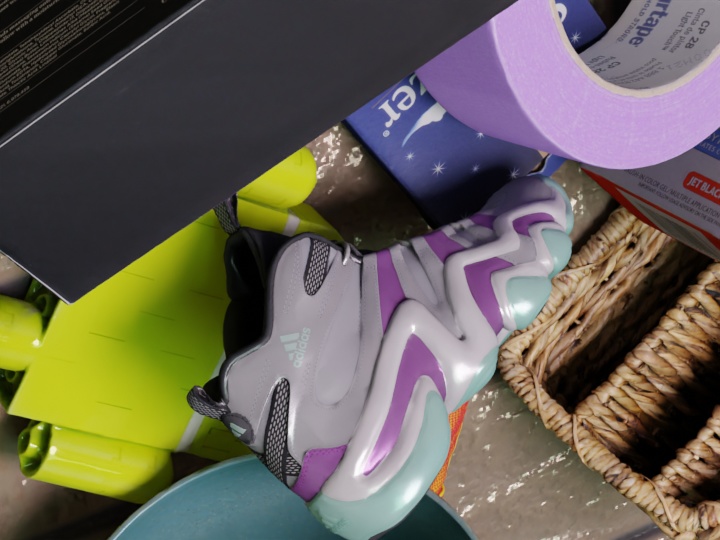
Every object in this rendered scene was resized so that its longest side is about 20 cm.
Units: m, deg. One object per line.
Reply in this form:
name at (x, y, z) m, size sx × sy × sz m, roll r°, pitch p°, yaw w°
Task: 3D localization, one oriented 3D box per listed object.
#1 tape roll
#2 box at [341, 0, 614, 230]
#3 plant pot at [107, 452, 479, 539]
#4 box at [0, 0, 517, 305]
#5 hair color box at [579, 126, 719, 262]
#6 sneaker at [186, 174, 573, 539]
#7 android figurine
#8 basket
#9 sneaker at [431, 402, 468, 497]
tape roll at (0.104, -0.146, 0.790) m, size 0.200 × 0.066 × 0.200 m, roll -14°, pitch 112°, yaw -37°
box at (0.046, -0.095, 0.839) m, size 0.121 × 0.032 × 0.200 m, roll -45°, pitch 131°, yaw -1°
plant pot at (-0.021, 0.197, 0.822) m, size 0.200 × 0.200 × 0.135 m, roll -36°, pitch 150°, yaw -8°
box at (-0.056, -0.103, 0.664) m, size 0.200 × 0.141 × 0.079 m, roll -33°, pitch 133°, yaw 16°
hair color box at (0.205, -0.100, 0.869) m, size 0.064 × 0.111 × 0.200 m, roll 36°, pitch 89°, yaw -39°
sneaker at (0.000, 0.000, 0.789) m, size 0.140 × 0.078 × 0.200 m, roll 37°, pitch 53°, yaw -5°
android figurine at (-0.080, 0.018, 0.823) m, size 0.200 × 0.041 × 0.182 m, roll 20°, pitch 104°, yaw -35°
basket at (0.196, 0.038, 0.936) m, size 0.200 × 0.143 × 0.149 m, roll -47°, pitch 131°, yaw 0°
sneaker at (0.014, 0.082, 0.911) m, size 0.077 × 0.073 × 0.200 m, roll 4°, pitch 123°, yaw -49°
